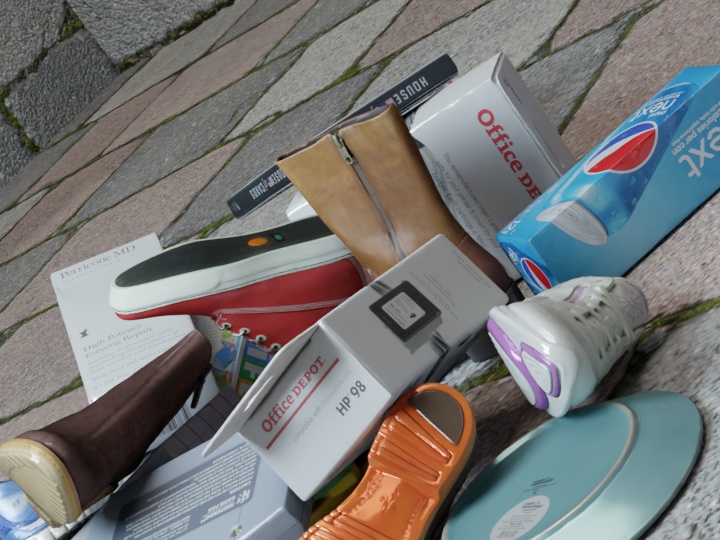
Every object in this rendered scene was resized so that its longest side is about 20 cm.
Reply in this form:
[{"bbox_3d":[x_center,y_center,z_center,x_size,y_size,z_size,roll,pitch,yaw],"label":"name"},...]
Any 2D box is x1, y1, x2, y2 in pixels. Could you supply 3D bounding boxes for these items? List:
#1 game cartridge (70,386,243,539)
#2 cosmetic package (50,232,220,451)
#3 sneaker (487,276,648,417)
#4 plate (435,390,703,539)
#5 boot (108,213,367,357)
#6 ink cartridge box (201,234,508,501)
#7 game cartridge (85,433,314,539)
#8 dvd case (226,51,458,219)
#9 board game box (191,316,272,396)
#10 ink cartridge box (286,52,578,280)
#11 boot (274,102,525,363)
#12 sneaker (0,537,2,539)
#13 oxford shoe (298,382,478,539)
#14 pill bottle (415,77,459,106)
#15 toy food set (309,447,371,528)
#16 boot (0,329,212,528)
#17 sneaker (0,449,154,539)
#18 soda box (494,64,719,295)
[{"bbox_3d":[-0.171,0.180,1.486,0.200,0.038,0.130,-47,1,27],"label":"game cartridge"},{"bbox_3d":[-0.181,0.058,1.591,0.101,0.074,0.200,-22,35,-7],"label":"cosmetic package"},{"bbox_3d":[0.132,0.034,1.226,0.099,0.075,0.200,-31,3,4],"label":"sneaker"},{"bbox_3d":[0.108,0.129,1.140,0.199,0.026,0.200,-34,15,11],"label":"plate"},{"bbox_3d":[-0.085,0.047,1.489,0.198,0.146,0.072,-11,23,-12],"label":"boot"},{"bbox_3d":[-0.001,0.068,1.248,0.200,0.067,0.116,-35,-14,-52],"label":"ink cartridge box"},{"bbox_3d":[-0.109,0.171,1.308,0.199,0.042,0.134,-29,33,28],"label":"game cartridge"},{"bbox_3d":[-0.018,-0.107,1.598,0.150,0.025,0.200,-35,3,-24],"label":"dvd case"},{"bbox_3d":[-0.136,0.090,1.649,0.199,0.034,0.136,-15,60,58],"label":"board game box"},{"bbox_3d":[0.067,-0.052,1.532,0.199,0.145,0.084,-31,14,20],"label":"ink cartridge box"},{"bbox_3d":[0.000,0.000,1.424,0.187,0.201,0.069,-27,19,33],"label":"boot"},{"bbox_3d":[-0.271,0.229,1.650,0.091,0.078,0.200,-45,4,38],"label":"sneaker"},{"bbox_3d":[0.013,0.167,1.188,0.201,0.071,0.073,-54,-24,-10],"label":"oxford shoe"},{"bbox_3d":[0.031,-0.079,1.754,0.113,0.114,0.200,-19,23,49],"label":"pill bottle"},{"bbox_3d":[-0.060,0.163,1.374,0.197,0.049,0.200,-36,15,5],"label":"toy food set"},{"bbox_3d":[-0.172,0.099,1.375,0.166,0.072,0.200,-47,-5,-15],"label":"boot"},{"bbox_3d":[-0.226,0.154,1.560,0.079,0.089,0.200,-46,-5,32],"label":"sneaker"},{"bbox_3d":[0.196,-0.060,1.411,0.200,0.068,0.064,-41,15,-14],"label":"soda box"}]
